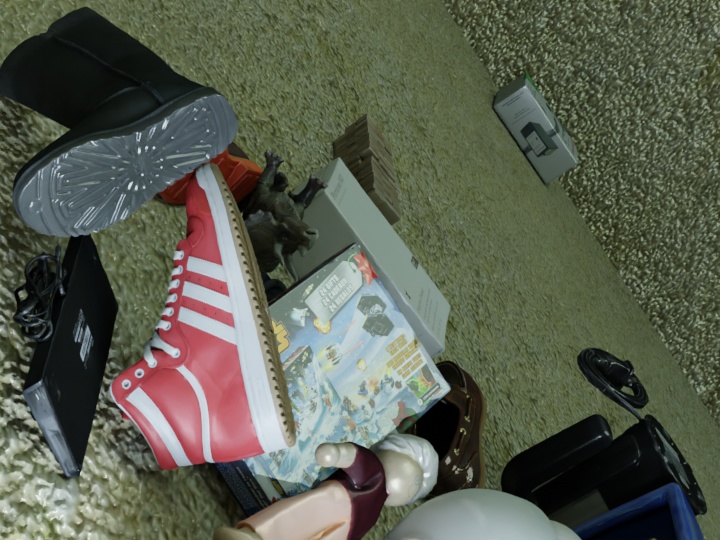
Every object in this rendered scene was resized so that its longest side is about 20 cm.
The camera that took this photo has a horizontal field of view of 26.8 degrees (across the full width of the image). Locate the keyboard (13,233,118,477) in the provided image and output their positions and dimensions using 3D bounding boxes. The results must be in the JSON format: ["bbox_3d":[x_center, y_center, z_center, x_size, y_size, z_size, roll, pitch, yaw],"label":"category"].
[{"bbox_3d":[-0.196,0.039,0.966,0.201,0.039,0.105,-94,170,-61],"label":"keyboard"}]

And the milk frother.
[{"bbox_3d":[0.241,0.209,1.627,0.181,0.187,0.200,52,16,-18],"label":"milk frother"}]

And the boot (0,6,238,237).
[{"bbox_3d":[-0.203,-0.109,1.046,0.200,0.164,0.066,36,-38,42],"label":"boot"}]

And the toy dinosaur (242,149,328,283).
[{"bbox_3d":[-0.081,-0.038,1.333,0.077,0.103,0.200,33,-16,-8],"label":"toy dinosaur"}]

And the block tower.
[{"bbox_3d":[0.007,-0.108,1.782,0.058,0.054,0.201,48,19,-25],"label":"block tower"}]

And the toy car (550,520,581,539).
[{"bbox_3d":[0.104,0.300,1.161,0.151,0.173,0.201,95,-22,-51],"label":"toy car"}]

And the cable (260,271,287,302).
[{"bbox_3d":[-0.071,0.088,1.208,0.163,0.050,0.201,51,19,-48],"label":"cable"}]

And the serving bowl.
[{"bbox_3d":[0.045,0.232,1.014,0.066,0.200,0.201,30,26,-24],"label":"serving bowl"}]

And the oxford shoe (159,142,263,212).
[{"bbox_3d":[-0.151,-0.102,1.303,0.073,0.071,0.200,49,5,21],"label":"oxford shoe"}]

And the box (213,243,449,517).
[{"bbox_3d":[-0.036,0.086,1.117,0.200,0.040,0.138,-36,95,-41],"label":"box"}]

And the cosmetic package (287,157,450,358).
[{"bbox_3d":[0.000,0.000,1.506,0.201,0.081,0.113,54,18,-15],"label":"cosmetic package"}]

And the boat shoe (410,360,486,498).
[{"bbox_3d":[0.084,0.148,1.488,0.070,0.070,0.201,53,16,-28],"label":"boat shoe"}]

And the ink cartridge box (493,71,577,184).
[{"bbox_3d":[0.365,-0.296,3.141,0.201,0.084,0.146,54,17,-11],"label":"ink cartridge box"}]

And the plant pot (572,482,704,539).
[{"bbox_3d":[0.256,0.347,1.409,0.181,0.199,0.200,60,15,-11],"label":"plant pot"}]

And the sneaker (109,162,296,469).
[{"bbox_3d":[-0.117,0.033,1.002,0.071,0.111,0.202,60,15,-72],"label":"sneaker"}]

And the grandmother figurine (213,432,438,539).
[{"bbox_3d":[-0.017,0.166,1.022,0.060,0.122,0.199,38,40,23],"label":"grandmother figurine"}]
